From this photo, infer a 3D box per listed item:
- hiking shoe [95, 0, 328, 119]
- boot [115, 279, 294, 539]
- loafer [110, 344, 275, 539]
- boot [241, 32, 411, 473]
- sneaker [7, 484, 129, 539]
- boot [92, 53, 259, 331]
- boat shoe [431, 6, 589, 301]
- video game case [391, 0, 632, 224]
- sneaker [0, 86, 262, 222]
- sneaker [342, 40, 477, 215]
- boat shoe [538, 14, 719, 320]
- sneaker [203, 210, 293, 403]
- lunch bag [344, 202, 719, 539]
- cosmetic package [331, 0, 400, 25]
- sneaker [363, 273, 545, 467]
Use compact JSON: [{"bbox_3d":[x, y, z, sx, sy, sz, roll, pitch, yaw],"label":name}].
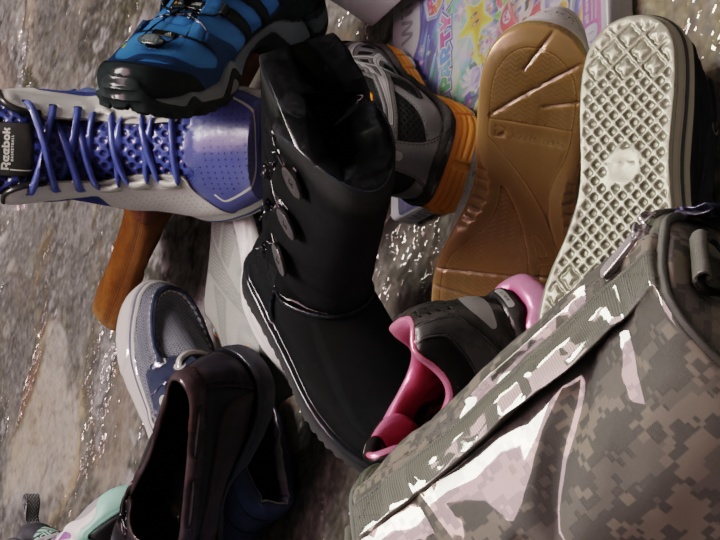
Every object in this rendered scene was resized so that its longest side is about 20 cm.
[{"bbox_3d":[-0.087,-0.148,1.216,0.074,0.200,0.087,11,119,23],"label":"hiking shoe"},{"bbox_3d":[-0.089,0.078,1.340,0.090,0.073,0.200,-41,55,39],"label":"boot"},{"bbox_3d":[-0.112,0.132,1.258,0.072,0.063,0.200,36,116,32],"label":"loafer"},{"bbox_3d":[-0.001,-0.001,1.099,0.165,0.066,0.200,50,152,21],"label":"boot"},{"bbox_3d":[-0.200,0.189,1.470,0.200,0.078,0.140,-61,35,27],"label":"sneaker"},{"bbox_3d":[-0.112,-0.081,1.439,0.200,0.068,0.189,110,176,-52],"label":"boot"},{"bbox_3d":[0.085,-0.033,1.082,0.069,0.071,0.200,-51,-25,-61],"label":"boat shoe"},{"bbox_3d":[0.076,-0.120,1.170,0.200,0.018,0.144,-27,57,54],"label":"video game case"},{"bbox_3d":[-0.149,-0.065,1.252,0.199,0.115,0.081,5,99,37],"label":"sneaker"},{"bbox_3d":[-0.007,-0.088,1.208,0.200,0.077,0.078,30,107,61],"label":"sneaker"},{"bbox_3d":[0.127,-0.014,0.996,0.074,0.062,0.201,1,78,34],"label":"boat shoe"},{"bbox_3d":[-0.066,-0.009,1.306,0.079,0.074,0.200,-37,48,34],"label":"sneaker"},{"bbox_3d":[0.112,0.080,0.848,0.200,0.168,0.140,-43,36,29],"label":"lunch bag"},{"bbox_3d":[0.051,-0.220,1.199,0.200,0.051,0.083,-36,31,49],"label":"cosmetic package"},{"bbox_3d":[0.041,0.098,1.053,0.079,0.095,0.200,37,128,55],"label":"sneaker"}]
